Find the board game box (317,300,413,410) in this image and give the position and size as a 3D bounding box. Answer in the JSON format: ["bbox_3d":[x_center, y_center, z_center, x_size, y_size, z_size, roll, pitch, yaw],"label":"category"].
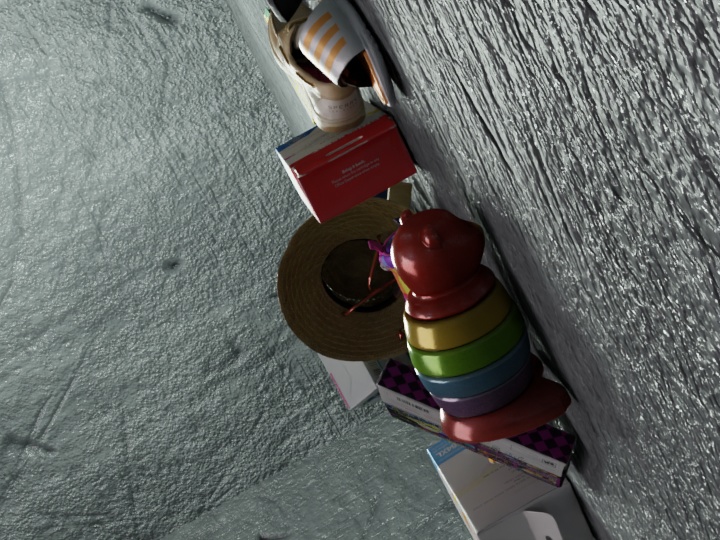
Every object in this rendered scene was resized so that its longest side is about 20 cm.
[{"bbox_3d":[0.038,0.069,1.740,0.064,0.199,0.148,-45,66,42],"label":"board game box"}]

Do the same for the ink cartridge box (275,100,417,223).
[{"bbox_3d":[-0.015,-0.113,1.533,0.068,0.116,0.200,62,178,-15],"label":"ink cartridge box"}]

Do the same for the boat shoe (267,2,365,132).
[{"bbox_3d":[-0.046,-0.230,1.532,0.069,0.073,0.200,83,162,-48],"label":"boat shoe"}]

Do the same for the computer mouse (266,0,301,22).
[{"bbox_3d":[-0.098,-0.349,1.482,0.141,0.046,0.201,58,-168,-40],"label":"computer mouse"}]

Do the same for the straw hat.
[{"bbox_3d":[0.000,0.000,1.626,0.202,0.200,0.085,62,180,-23],"label":"straw hat"}]

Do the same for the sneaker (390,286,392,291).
[{"bbox_3d":[0.060,0.011,1.705,0.201,0.090,0.070,60,177,41],"label":"sneaker"}]

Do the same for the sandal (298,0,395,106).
[{"bbox_3d":[-0.032,-0.220,1.336,0.207,0.059,0.079,60,178,25],"label":"sandal"}]

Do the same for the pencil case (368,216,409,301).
[{"bbox_3d":[0.088,0.036,1.499,0.201,0.088,0.088,61,178,-21],"label":"pencil case"}]

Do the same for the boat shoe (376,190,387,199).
[{"bbox_3d":[0.020,-0.068,1.875,0.201,0.072,0.072,63,179,-29],"label":"boat shoe"}]

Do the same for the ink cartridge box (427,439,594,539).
[{"bbox_3d":[0.185,0.280,1.762,0.129,0.125,0.200,63,178,-32],"label":"ink cartridge box"}]

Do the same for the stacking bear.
[{"bbox_3d":[0.088,0.038,1.284,0.122,0.113,0.201,-125,11,-68],"label":"stacking bear"}]

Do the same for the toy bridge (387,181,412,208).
[{"bbox_3d":[0.026,-0.043,1.708,0.200,0.027,0.068,126,151,-73],"label":"toy bridge"}]

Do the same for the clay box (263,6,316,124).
[{"bbox_3d":[-0.071,-0.262,1.843,0.115,0.047,0.200,61,177,6],"label":"clay box"}]

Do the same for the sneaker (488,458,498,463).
[{"bbox_3d":[0.159,0.163,1.705,0.200,0.078,0.078,-153,47,-80],"label":"sneaker"}]

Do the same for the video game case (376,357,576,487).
[{"bbox_3d":[0.119,0.157,1.493,0.199,0.036,0.181,22,168,12],"label":"video game case"}]
